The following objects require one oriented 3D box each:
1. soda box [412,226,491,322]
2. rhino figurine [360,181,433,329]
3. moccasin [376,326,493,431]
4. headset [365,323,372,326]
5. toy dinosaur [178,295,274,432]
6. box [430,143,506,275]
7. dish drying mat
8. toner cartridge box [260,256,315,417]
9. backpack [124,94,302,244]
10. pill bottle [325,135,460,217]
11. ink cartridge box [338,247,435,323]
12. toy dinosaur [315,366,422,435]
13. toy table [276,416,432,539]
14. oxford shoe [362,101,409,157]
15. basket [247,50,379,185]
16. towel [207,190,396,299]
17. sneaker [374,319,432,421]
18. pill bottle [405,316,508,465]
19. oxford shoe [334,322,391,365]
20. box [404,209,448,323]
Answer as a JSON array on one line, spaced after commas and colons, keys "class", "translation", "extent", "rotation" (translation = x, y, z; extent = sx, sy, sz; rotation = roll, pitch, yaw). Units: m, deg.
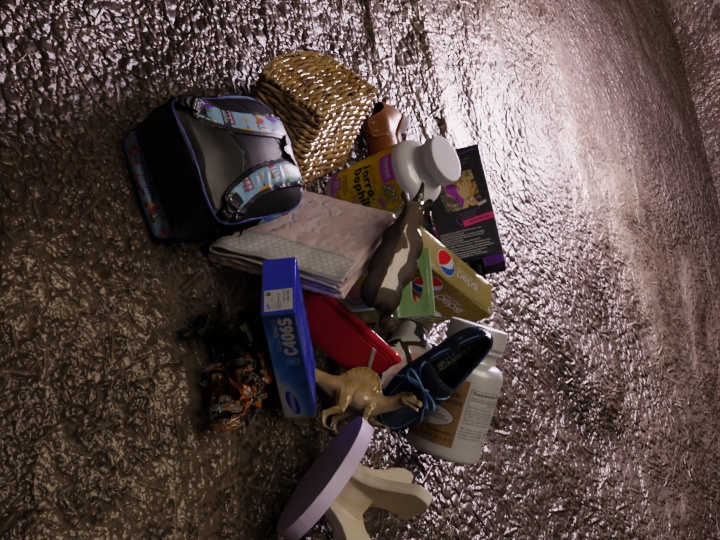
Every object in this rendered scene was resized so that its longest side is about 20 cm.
[{"class": "soda box", "translation": [0.129, 0.014, 1.658], "extent": [0.200, 0.068, 0.064], "rotation": [36, 45, -37]}, {"class": "rhino figurine", "translation": [0.052, -0.028, 1.359], "extent": [0.087, 0.060, 0.200], "rotation": [78, 32, -70]}, {"class": "moccasin", "translation": [0.100, 0.145, 1.446], "extent": [0.080, 0.200, 0.068], "rotation": [45, -5, -5]}, {"class": "headset", "translation": [0.000, 0.000, 1.513], "extent": [0.094, 0.123, 0.200], "rotation": [86, 23, -60]}, {"class": "toy dinosaur", "translation": [-0.151, 0.112, 1.287], "extent": [0.200, 0.102, 0.136], "rotation": [-99, 168, -65]}, {"class": "box", "translation": [0.176, -0.096, 1.780], "extent": [0.122, 0.106, 0.200], "rotation": [59, 20, -71]}, {"class": "dish drying mat", "translation": [-0.030, 0.086, 1.399], "extent": [0.200, 0.077, 0.018], "rotation": [43, 32, -37]}, {"class": "toner cartridge box", "translation": [-0.088, 0.087, 1.300], "extent": [0.095, 0.043, 0.200], "rotation": [-91, 176, -45]}, {"class": "backpack", "translation": [-0.175, -0.131, 1.325], "extent": [0.200, 0.134, 0.183], "rotation": [-16, 84, -55]}, {"class": "pill bottle", "translation": [0.050, -0.133, 1.578], "extent": [0.104, 0.200, 0.104], "rotation": [31, 48, -41]}, {"class": "ink cartridge box", "translation": [-0.001, 0.016, 1.426], "extent": [0.059, 0.200, 0.104], "rotation": [75, 10, -69]}, {"class": "toy dinosaur", "translation": [-0.019, 0.176, 1.420], "extent": [0.058, 0.200, 0.101], "rotation": [91, 19, -76]}, {"class": "toy table", "translation": [-0.009, 0.290, 1.302], "extent": [0.117, 0.184, 0.200], "rotation": [42, 51, -7]}, {"class": "oxford shoe", "translation": [0.028, -0.214, 1.722], "extent": [0.071, 0.071, 0.200], "rotation": [40, 32, -20]}, {"class": "basket", "translation": [-0.093, -0.231, 1.563], "extent": [0.143, 0.149, 0.200], "rotation": [36, 33, 12]}, {"class": "towel", "translation": [-0.076, -0.047, 1.384], "extent": [0.191, 0.200, 0.032], "rotation": [-55, 155, -50]}, {"class": "sneaker", "translation": [0.047, 0.135, 1.537], "extent": [0.080, 0.074, 0.200], "rotation": [49, 38, -22]}, {"class": "pill bottle", "translation": [0.148, 0.176, 1.541], "extent": [0.114, 0.114, 0.200], "rotation": [16, 91, -49]}, {"class": "oxford shoe", "translation": [0.018, 0.078, 1.533], "extent": [0.200, 0.073, 0.084], "rotation": [-60, 136, -42]}, {"class": "box", "translation": [0.090, -0.016, 1.713], "extent": [0.110, 0.035, 0.200], "rotation": [12, 62, -51]}]
